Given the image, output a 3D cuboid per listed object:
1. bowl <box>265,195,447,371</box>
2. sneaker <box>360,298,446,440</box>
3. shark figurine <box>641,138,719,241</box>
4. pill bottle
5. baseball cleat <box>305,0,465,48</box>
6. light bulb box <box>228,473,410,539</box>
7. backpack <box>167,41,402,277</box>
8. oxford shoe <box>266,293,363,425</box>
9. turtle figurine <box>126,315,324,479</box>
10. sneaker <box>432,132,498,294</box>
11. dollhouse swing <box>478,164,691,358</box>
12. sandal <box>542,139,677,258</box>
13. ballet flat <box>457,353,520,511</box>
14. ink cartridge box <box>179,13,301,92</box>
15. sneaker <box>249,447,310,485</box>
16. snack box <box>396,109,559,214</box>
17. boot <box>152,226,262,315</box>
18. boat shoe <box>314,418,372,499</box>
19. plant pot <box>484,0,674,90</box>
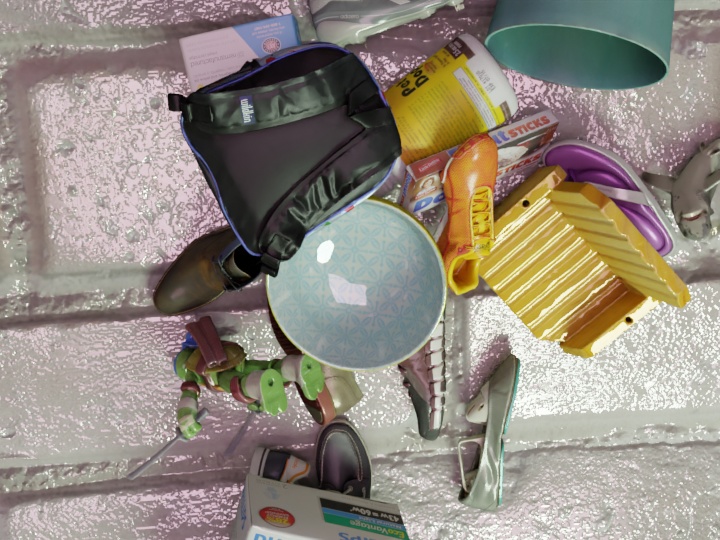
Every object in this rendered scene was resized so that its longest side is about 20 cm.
[{"bbox_3d":[0.000,0.000,1.092,0.197,0.108,0.203,2,110,6],"label":"bowl"},{"bbox_3d":[0.046,0.103,1.173,0.114,0.076,0.203,0,90,3],"label":"sneaker"},{"bbox_3d":[0.430,-0.109,1.155,0.214,0.128,0.090,-43,126,-12],"label":"shark figurine"},{"bbox_3d":[0.072,-0.167,1.099,0.199,0.109,0.110,-37,100,4],"label":"pill bottle"},{"bbox_3d":[0.035,-0.321,1.090,0.198,0.070,0.108,-21,101,1],"label":"baseball cleat"},{"bbox_3d":[-0.062,0.366,1.111,0.196,0.125,0.202,15,103,-13],"label":"light bulb box"},{"bbox_3d":[-0.060,-0.129,0.954,0.189,0.154,0.202,-24,110,7],"label":"backpack"},{"bbox_3d":[-0.056,0.080,1.172,0.074,0.070,0.202,-23,100,-25],"label":"oxford shoe"},{"bbox_3d":[-0.141,0.159,1.124,0.143,0.192,0.203,29,63,-43],"label":"turtle figurine"},{"bbox_3d":[0.125,-0.061,1.061,0.072,0.077,0.202,-20,138,-24],"label":"sneaker"},{"bbox_3d":[0.238,0.006,1.090,0.181,0.176,0.200,-41,100,15],"label":"dollhouse swing"},{"bbox_3d":[0.297,-0.078,1.133,0.202,0.050,0.082,37,136,-13],"label":"sandal"},{"bbox_3d":[0.153,0.199,1.192,0.063,0.067,0.203,7,100,4],"label":"ballet flat"},{"bbox_3d":[-0.111,-0.168,1.083,0.127,0.125,0.203,-12,100,0],"label":"ink cartridge box"},{"bbox_3d":[-0.108,0.324,1.196,0.078,0.078,0.203,9,98,2],"label":"sneaker"},{"bbox_3d":[0.133,-0.121,1.095,0.198,0.072,0.024,-24,64,-22],"label":"snack box"},{"bbox_3d":[-0.164,-0.007,1.124,0.199,0.097,0.075,-35,100,4],"label":"boot"},{"bbox_3d":[-0.017,0.287,1.200,0.072,0.063,0.203,-5,101,-3],"label":"boat shoe"},{"bbox_3d":[0.246,-0.305,1.046,0.198,0.201,0.163,12,86,-4],"label":"plant pot"}]
